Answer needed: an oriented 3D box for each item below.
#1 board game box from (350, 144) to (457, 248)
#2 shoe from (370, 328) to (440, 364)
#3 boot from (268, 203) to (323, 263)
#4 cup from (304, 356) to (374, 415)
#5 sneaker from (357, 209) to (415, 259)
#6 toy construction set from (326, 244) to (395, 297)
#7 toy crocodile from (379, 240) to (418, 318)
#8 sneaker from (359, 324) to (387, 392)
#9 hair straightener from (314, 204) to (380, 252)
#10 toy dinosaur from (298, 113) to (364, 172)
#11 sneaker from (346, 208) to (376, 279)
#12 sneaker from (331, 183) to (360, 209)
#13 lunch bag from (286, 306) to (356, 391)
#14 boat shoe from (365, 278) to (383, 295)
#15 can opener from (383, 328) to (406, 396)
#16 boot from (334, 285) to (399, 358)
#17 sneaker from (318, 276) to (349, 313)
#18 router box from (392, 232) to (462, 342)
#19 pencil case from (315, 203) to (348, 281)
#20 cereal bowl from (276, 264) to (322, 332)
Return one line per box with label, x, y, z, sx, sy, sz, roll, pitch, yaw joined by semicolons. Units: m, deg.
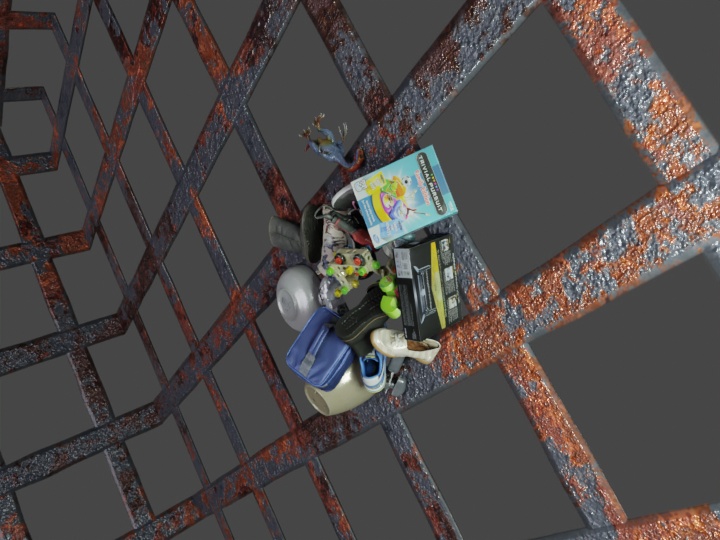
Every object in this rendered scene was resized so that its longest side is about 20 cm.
board game box;0.095;-0.159;1.306;0.195;0.047;0.155;-23;86;8
shoe;0.108;0.169;1.405;0.053;0.196;0.072;-39;45;37
boot;-0.191;-0.125;1.732;0.198;0.071;0.187;32;124;46
cup;-0.072;0.310;1.641;0.198;0.143;0.204;33;145;27
sneaker;0.065;-0.129;1.439;0.086;0.077;0.203;-41;74;29
toy construction set;0.000;0.000;1.454;0.195;0.093;0.133;-8;124;29
toy crocodile;0.100;0.018;1.351;0.061;0.202;0.068;4;139;43
sneaker;0.034;0.201;1.526;0.071;0.082;0.206;-7;67;12
hair straightener;-0.034;-0.105;1.421;0.042;0.196;0.077;-56;39;16
toy dinosaur;-0.064;-0.313;1.532;0.182;0.105;0.200;49;173;8
sneaker;0.000;-0.071;1.532;0.080;0.071;0.206;-100;4;-63
sneaker;0.028;-0.151;1.378;0.194;0.071;0.102;-14;70;11
lunch bag;-0.086;0.195;1.522;0.134;0.133;0.203;31;82;17
boat shoe;0.097;0.064;1.465;0.198;0.060;0.074;9;110;47
can opener;0.106;0.243;1.541;0.065;0.054;0.204;22;125;4
boot;0.043;0.120;1.439;0.078;0.196;0.139;61;-177;38
sneaker;-0.051;0.113;1.645;0.113;0.074;0.206;17;121;43
router box;0.151;0.033;1.319;0.051;0.155;0.207;3;105;46
pencil case;-0.068;-0.079;1.579;0.078;0.087;0.206;43;134;53
cereal bowl;-0.190;0.091;1.788;0.197;0.082;0.207;21;120;42
